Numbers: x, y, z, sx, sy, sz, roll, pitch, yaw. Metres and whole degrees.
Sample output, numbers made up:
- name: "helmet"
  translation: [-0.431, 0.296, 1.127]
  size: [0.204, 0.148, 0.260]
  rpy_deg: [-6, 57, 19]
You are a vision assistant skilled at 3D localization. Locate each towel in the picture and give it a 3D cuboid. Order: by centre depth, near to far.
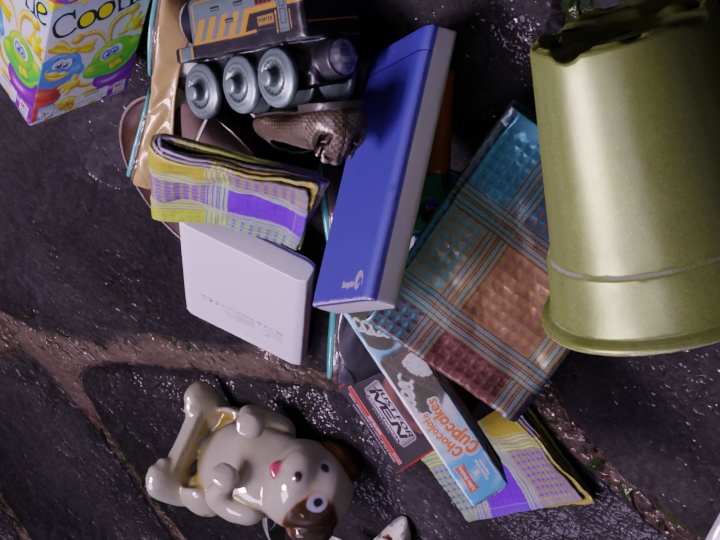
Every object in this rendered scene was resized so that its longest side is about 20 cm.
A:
- name: "towel"
  translation: [0.116, -0.004, 1.149]
  size: [0.147, 0.200, 0.022]
  rpy_deg: [35, -171, -3]
- name: "towel"
  translation: [-0.107, -0.062, 1.288]
  size: [0.143, 0.023, 0.200]
  rpy_deg: [13, 165, -5]
- name: "towel"
  translation: [0.122, 0.179, 1.479]
  size: [0.144, 0.023, 0.200]
  rpy_deg: [52, 145, -14]

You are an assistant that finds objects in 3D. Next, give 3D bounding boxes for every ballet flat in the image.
- name: "ballet flat"
  translation: [-0.037, -0.102, 1.175]
  size: [0.200, 0.067, 0.046]
  rpy_deg: [-172, 75, -73]
- name: "ballet flat"
  translation: [-0.157, -0.161, 1.339]
  size: [0.063, 0.069, 0.200]
  rpy_deg: [12, 119, -2]
- name: "ballet flat"
  translation: [0.000, 0.000, 1.351]
  size: [0.073, 0.073, 0.200]
  rpy_deg: [5, 101, 43]

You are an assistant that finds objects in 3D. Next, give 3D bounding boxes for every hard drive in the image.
- name: "hard drive"
  translation: [0.016, -0.071, 1.144]
  size: [0.025, 0.200, 0.132]
  rpy_deg: [15, 172, -18]
- name: "hard drive"
  translation: [-0.108, 0.017, 1.483]
  size: [0.132, 0.025, 0.200]
  rpy_deg: [26, 156, 8]

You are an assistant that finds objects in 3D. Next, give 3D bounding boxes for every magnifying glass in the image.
- name: "magnifying glass"
  translation: [0.057, -0.055, 1.202]
  size: [0.079, 0.022, 0.200]
  rpy_deg: [8, 104, 33]

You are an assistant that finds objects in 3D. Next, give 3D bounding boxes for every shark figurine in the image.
- name: "shark figurine"
  translation: [-0.017, 0.331, 1.745]
  size: [0.214, 0.089, 0.128]
  rpy_deg: [-3, 92, 38]

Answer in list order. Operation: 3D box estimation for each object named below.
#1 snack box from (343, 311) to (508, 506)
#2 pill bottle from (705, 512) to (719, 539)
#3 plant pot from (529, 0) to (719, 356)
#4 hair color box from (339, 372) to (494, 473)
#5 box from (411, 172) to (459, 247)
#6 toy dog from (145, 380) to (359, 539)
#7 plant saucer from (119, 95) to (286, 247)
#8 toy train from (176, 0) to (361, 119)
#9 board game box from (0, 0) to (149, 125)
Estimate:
- name: "snack box"
  translation: [0.050, 0.091, 1.264]
  size: [0.200, 0.037, 0.116]
  rpy_deg: [56, -176, -2]
- name: "pill bottle"
  translation: [0.372, 0.235, 1.196]
  size: [0.200, 0.120, 0.120]
  rpy_deg: [29, 144, 18]
- name: "plant pot"
  translation: [0.191, -0.074, 1.010]
  size: [0.200, 0.200, 0.190]
  rpy_deg: [1, 115, 45]
- name: "hair color box"
  translation: [0.067, 0.100, 1.393]
  size: [0.102, 0.061, 0.200]
  rpy_deg: [55, 145, 7]
- name: "box"
  translation: [0.094, -0.025, 1.246]
  size: [0.200, 0.064, 0.070]
  rpy_deg: [21, 141, 29]
- name: "toy dog"
  translation: [-0.100, 0.227, 1.660]
  size: [0.200, 0.140, 0.194]
  rpy_deg: [7, 146, 41]
- name: "plant saucer"
  translation: [-0.140, -0.087, 1.447]
  size: [0.200, 0.032, 0.200]
  rpy_deg: [26, 143, 22]
- name: "toy train"
  translation: [-0.075, -0.183, 1.224]
  size: [0.200, 0.085, 0.114]
  rpy_deg: [-1, 97, 52]
- name: "board game box"
  translation: [-0.250, -0.233, 1.313]
  size: [0.103, 0.105, 0.200]
  rpy_deg: [54, 149, 16]
